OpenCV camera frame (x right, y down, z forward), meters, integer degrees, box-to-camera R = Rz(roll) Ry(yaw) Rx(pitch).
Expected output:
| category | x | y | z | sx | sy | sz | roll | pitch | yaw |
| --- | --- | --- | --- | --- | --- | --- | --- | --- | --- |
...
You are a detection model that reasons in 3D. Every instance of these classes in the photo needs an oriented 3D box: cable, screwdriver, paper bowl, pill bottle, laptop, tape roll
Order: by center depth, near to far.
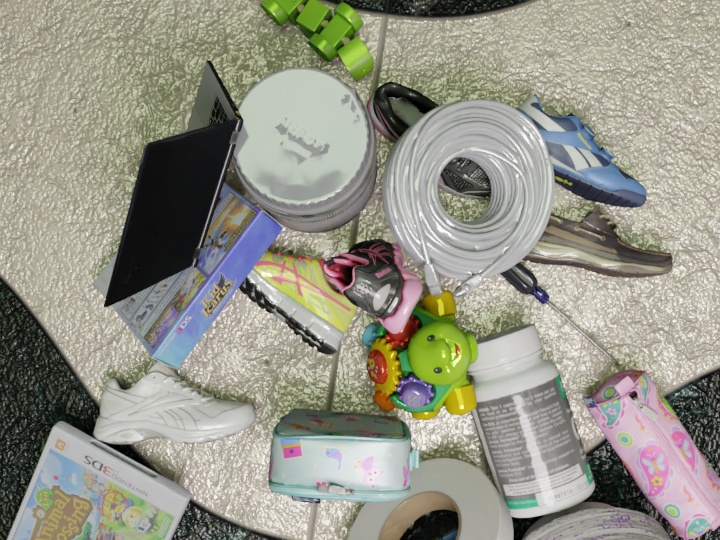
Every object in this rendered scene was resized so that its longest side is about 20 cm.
| category | x | y | z | sx | sy | sz | roll | pitch | yaw |
| --- | --- | --- | --- | --- | --- | --- | --- | --- | --- |
| laptop | -0.205 | -0.096 | 0.823 | 0.115 | 0.201 | 0.188 | 4 | 128 | -32 |
| tape roll | 0.073 | 0.303 | 0.891 | 0.202 | 0.203 | 0.037 | -37 | 120 | -1 |
| paper bowl | 0.256 | 0.343 | 0.900 | 0.199 | 0.105 | 0.202 | -4 | 122 | -6 |
| cable | 0.123 | -0.090 | 0.911 | 0.199 | 0.069 | 0.201 | -27 | 98 | -10 |
| pill bottle | 0.189 | 0.172 | 0.934 | 0.112 | 0.113 | 0.202 | -18 | 87 | 0 |
| screwdriver | 0.242 | 0.049 | 0.987 | 0.200 | 0.029 | 0.028 | 42 | 88 | 0 |

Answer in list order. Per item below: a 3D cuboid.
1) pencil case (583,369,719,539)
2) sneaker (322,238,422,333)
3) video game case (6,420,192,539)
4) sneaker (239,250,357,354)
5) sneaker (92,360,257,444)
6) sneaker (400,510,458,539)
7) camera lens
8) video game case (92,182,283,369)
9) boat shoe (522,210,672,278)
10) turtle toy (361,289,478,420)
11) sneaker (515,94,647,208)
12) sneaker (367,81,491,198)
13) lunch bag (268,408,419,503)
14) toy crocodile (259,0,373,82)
| category | x | y | z | sx | sy | sz | roll | pitch | yaw |
| --- | --- | --- | --- | --- | --- | --- | --- | --- | --- |
| pencil case | 0.351 | 0.212 | 0.942 | 0.087 | 0.087 | 0.201 | -33 | 87 | -1 |
| sneaker | 0.000 | 0.000 | 0.905 | 0.095 | 0.200 | 0.080 | 22 | 99 | -18 |
| video game case | -0.319 | 0.306 | 0.955 | 0.181 | 0.022 | 0.201 | 27 | 104 | 3 |
| sneaker | -0.087 | 0.010 | 0.977 | 0.200 | 0.078 | 0.090 | 39 | 73 | 2 |
| sneaker | -0.224 | 0.157 | 0.965 | 0.198 | 0.078 | 0.100 | -1 | 83 | 0 |
| sneaker | 0.074 | 0.357 | 0.953 | 0.200 | 0.075 | 0.079 | -40 | 100 | 3 |
| camera lens | -0.060 | -0.131 | 0.915 | 0.158 | 0.200 | 0.162 | 0 | 86 | 1 |
| video game case | -0.207 | -0.015 | 0.939 | 0.201 | 0.045 | 0.181 | -53 | 46 | -1 |
| boat shoe | 0.280 | -0.037 | 0.965 | 0.198 | 0.074 | 0.074 | 10 | 87 | 1 |
| turtle toy | 0.067 | 0.099 | 0.907 | 0.100 | 0.200 | 0.147 | -7 | 80 | -29 |
| sneaker | 0.265 | -0.143 | 0.973 | 0.199 | 0.074 | 0.083 | 29 | 85 | 2 |
| sneaker | 0.091 | -0.158 | 0.971 | 0.199 | 0.086 | 0.081 | 31 | 89 | 2 |
| lunch bag | -0.015 | 0.205 | 0.892 | 0.159 | 0.200 | 0.078 | 5 | 88 | 3 |
| toy crocodile | -0.061 | -0.316 | 1.003 | 0.200 | 0.062 | 0.068 | 40 | 88 | 8 |
